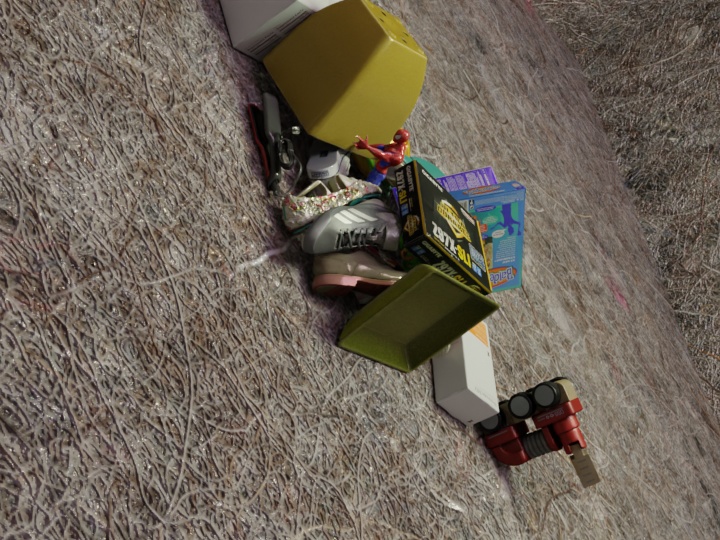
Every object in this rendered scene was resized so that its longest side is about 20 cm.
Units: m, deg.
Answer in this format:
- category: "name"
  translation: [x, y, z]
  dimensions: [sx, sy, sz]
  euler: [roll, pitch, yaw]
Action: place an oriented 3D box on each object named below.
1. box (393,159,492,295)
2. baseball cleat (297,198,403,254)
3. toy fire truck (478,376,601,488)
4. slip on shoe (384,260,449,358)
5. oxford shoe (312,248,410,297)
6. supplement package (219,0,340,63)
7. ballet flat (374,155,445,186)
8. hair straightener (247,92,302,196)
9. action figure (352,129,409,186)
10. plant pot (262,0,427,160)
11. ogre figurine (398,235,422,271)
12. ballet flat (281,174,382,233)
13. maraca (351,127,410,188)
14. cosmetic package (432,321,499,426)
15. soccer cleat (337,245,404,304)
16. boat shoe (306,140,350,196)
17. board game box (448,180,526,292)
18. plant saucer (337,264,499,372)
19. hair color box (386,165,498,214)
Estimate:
- category: "box"
  translation: [0.134, -0.061, 1.506]
  dimensions: [0.200, 0.049, 0.160]
  euler: [39, 36, -41]
- category: "baseball cleat"
  translation: [0.001, -0.061, 1.427]
  dimensions: [0.106, 0.070, 0.200]
  euler: [30, 37, 26]
- category: "toy fire truck"
  translation: [0.332, 0.309, 1.666]
  dimensions: [0.129, 0.176, 0.201]
  euler: [0, 65, -60]
- category: "slip on shoe"
  translation: [0.090, 0.063, 1.608]
  dimensions: [0.200, 0.074, 0.061]
  euler: [53, 25, -5]
- category: "oxford shoe"
  translation: [0.020, 0.000, 1.459]
  dimensions: [0.199, 0.071, 0.074]
  euler: [5, 69, -26]
- category: "supplement package"
  translation: [-0.124, -0.458, 1.651]
  dimensions: [0.200, 0.150, 0.152]
  euler: [16, 51, -54]
- category: "ballet flat"
  translation: [0.088, -0.176, 1.706]
  dimensions: [0.200, 0.069, 0.070]
  euler: [13, 53, -59]
- category: "hair straightener"
  translation: [-0.132, -0.202, 1.471]
  dimensions: [0.041, 0.077, 0.201]
  euler: [25, 44, -43]
- category: "action figure"
  translation: [0.006, -0.172, 1.568]
  dimensions: [0.099, 0.200, 0.065]
  euler: [29, 35, -14]
- category: "plant pot"
  translation: [-0.005, -0.340, 1.582]
  dimensions: [0.195, 0.200, 0.195]
  euler: [13, 39, -52]
- category: "ogre figurine"
  translation: [0.118, -0.021, 1.638]
  dimensions: [0.120, 0.098, 0.200]
  euler: [75, -2, -49]
- category: "ballet flat"
  translation: [-0.046, -0.118, 1.485]
  dimensions: [0.200, 0.076, 0.064]
  euler: [-26, 92, -41]
- category: "maraca"
  translation: [0.047, -0.221, 1.769]
  dimensions: [0.200, 0.107, 0.138]
  euler: [43, 47, -56]
- category: "cosmetic package"
  translation: [0.182, 0.163, 1.665]
  dimensions: [0.101, 0.071, 0.201]
  euler: [39, 34, -36]
- category: "soccer cleat"
  translation: [0.000, 0.000, 1.515]
  dimensions: [0.200, 0.070, 0.086]
  euler: [37, 73, -11]
- category: "boat shoe"
  translation: [-0.054, -0.177, 1.606]
  dimensions: [0.200, 0.073, 0.066]
  euler: [-66, 148, -62]
- category: "board game box"
  translation: [0.221, -0.053, 1.692]
  dimensions: [0.045, 0.151, 0.201]
  euler: [-131, -145, -59]
- category: "plant saucer"
  translation: [0.086, 0.068, 1.461]
  dimensions: [0.199, 0.200, 0.048]
  euler: [27, 32, -48]
- category: "hair color box"
  translation: [0.149, -0.123, 1.725]
  dimensions: [0.109, 0.199, 0.065]
  euler: [108, -33, -65]
